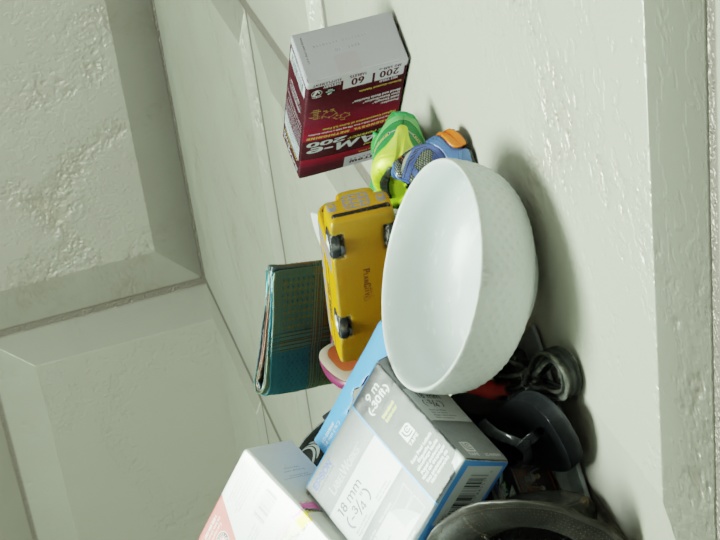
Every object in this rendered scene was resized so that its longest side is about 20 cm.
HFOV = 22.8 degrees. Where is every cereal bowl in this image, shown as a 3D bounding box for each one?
[{"bbox_3d":[0.092,0.009,1.503,0.200,0.083,0.202,-171,90,-68],"label":"cereal bowl"}]

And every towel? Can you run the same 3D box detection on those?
[{"bbox_3d":[-0.042,0.059,2.000,0.022,0.199,0.148,14,103,38],"label":"towel"}]

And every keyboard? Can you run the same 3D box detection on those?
[{"bbox_3d":[0.174,0.147,1.549,0.056,0.011,0.202,130,125,-70],"label":"keyboard"}]

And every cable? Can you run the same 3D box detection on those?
[{"bbox_3d":[0.131,0.097,1.545,0.200,0.050,0.098,-154,52,-69],"label":"cable"}]

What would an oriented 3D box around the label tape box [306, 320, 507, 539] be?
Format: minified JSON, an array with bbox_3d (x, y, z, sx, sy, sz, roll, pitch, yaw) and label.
[{"bbox_3d":[0.020,0.158,1.564,0.200,0.063,0.145,46,117,38],"label":"label tape box"}]

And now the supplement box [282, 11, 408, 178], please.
[{"bbox_3d":[-0.018,-0.176,1.827,0.200,0.108,0.061,100,153,-66],"label":"supplement box"}]

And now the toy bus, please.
[{"bbox_3d":[0.000,0.000,1.683,0.201,0.064,0.079,85,170,-45],"label":"toy bus"}]

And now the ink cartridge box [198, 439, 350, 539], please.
[{"bbox_3d":[-0.046,0.263,1.608,0.200,0.067,0.117,44,119,30],"label":"ink cartridge box"}]

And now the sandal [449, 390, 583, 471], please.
[{"bbox_3d":[0.127,0.146,1.545,0.076,0.043,0.200,57,157,-11],"label":"sandal"}]

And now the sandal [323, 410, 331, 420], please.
[{"bbox_3d":[0.007,0.233,1.982,0.201,0.043,0.076,56,174,-28],"label":"sandal"}]

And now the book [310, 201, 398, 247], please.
[{"bbox_3d":[0.031,0.000,1.767,0.200,0.048,0.134,11,131,60],"label":"book"}]

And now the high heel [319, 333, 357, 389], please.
[{"bbox_3d":[-0.005,0.112,1.917,0.200,0.067,0.097,-90,-11,-71],"label":"high heel"}]

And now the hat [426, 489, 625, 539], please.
[{"bbox_3d":[0.156,0.233,1.495,0.081,0.199,0.202,-60,-26,-44],"label":"hat"}]

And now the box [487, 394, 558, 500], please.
[{"bbox_3d":[0.147,0.204,1.665,0.137,0.040,0.201,95,158,-59],"label":"box"}]

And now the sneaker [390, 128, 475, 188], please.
[{"bbox_3d":[0.073,-0.026,1.641,0.075,0.078,0.202,-150,47,-75],"label":"sneaker"}]

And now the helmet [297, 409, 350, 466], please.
[{"bbox_3d":[0.030,0.240,1.705,0.190,0.199,0.202,31,138,48],"label":"helmet"}]

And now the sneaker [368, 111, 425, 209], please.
[{"bbox_3d":[0.043,-0.098,1.770,0.200,0.073,0.084,102,177,-72],"label":"sneaker"}]
